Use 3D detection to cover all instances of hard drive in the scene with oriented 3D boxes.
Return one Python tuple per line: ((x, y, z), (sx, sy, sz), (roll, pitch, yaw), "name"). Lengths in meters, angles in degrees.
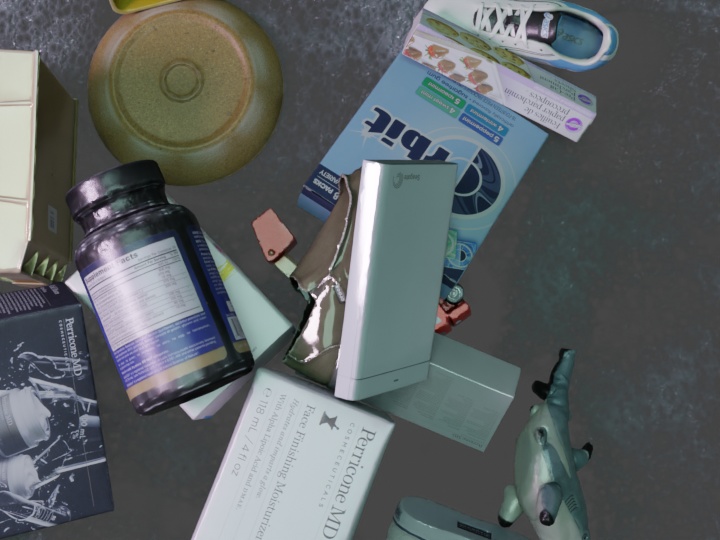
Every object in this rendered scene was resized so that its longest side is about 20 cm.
((0.033, 0.005, 1.103), (0.027, 0.132, 0.201), (12, 101, 31), "hard drive")

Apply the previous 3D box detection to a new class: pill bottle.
((-0.176, 0.013, 1.085), (0.112, 0.112, 0.201), (-23, 85, -3), "pill bottle")

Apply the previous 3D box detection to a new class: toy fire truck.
((0.000, 0.000, 1.249), (0.141, 0.049, 0.200), (-35, 87, -3), "toy fire truck")

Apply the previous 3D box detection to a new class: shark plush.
((0.190, 0.180, 1.246), (0.083, 0.091, 0.201), (12, 62, -21), "shark plush")

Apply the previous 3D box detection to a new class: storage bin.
((-0.328, -0.089, 1.178), (0.093, 0.200, 0.199), (2, 85, -3), "storage bin")

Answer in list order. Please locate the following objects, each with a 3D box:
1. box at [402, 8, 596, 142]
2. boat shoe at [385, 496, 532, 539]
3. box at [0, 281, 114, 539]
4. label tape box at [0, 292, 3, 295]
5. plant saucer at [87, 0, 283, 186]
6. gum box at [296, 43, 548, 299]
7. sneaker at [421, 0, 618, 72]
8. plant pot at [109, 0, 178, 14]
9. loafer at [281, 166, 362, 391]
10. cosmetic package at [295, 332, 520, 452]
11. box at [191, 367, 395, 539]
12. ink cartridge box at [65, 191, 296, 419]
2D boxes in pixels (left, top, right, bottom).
((0.138, -0.193, 1.251), (0.200, 0.041, 0.039), (26, 127, -8), "box")
((0.117, 0.288, 1.220), (0.199, 0.071, 0.070), (22, 107, -1), "boat shoe")
((-0.331, 0.129, 1.135), (0.182, 0.104, 0.201), (-12, 105, -21), "box")
((-0.464, 0.025, 1.232), (0.200, 0.063, 0.144), (38, 85, 2), "label tape box")
((-0.177, -0.186, 1.271), (0.199, 0.035, 0.201), (0, 85, -1), "plant saucer")
((0.063, -0.098, 1.228), (0.170, 0.045, 0.200), (32, 62, 2), "gum box")
((0.159, -0.245, 1.264), (0.199, 0.072, 0.072), (10, 86, 1), "sneaker")
((-0.176, -0.395, 1.217), (0.199, 0.200, 0.177), (-14, 65, -2), "plant pot")
((-0.026, 0.003, 1.119), (0.069, 0.075, 0.201), (11, 81, -7), "loafer")
((0.045, 0.096, 1.220), (0.199, 0.051, 0.083), (23, 127, 0), "cosmetic package")
((-0.062, 0.203, 1.153), (0.130, 0.200, 0.200), (21, 85, 2), "box")
((-0.173, 0.027, 1.205), (0.125, 0.129, 0.200), (-44, 86, -4), "ink cartridge box")
